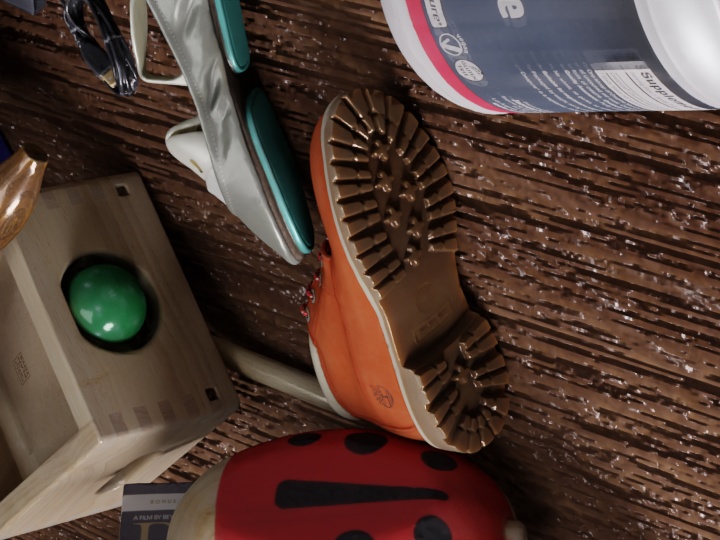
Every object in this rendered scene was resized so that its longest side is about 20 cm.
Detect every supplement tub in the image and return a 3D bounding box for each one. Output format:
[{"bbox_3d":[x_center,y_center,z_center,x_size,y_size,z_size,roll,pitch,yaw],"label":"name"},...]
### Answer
[{"bbox_3d":[0.118,-0.135,0.948,0.200,0.140,0.140,2,115,44],"label":"supplement tub"}]

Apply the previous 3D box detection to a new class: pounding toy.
[{"bbox_3d":[-0.143,0.051,1.349,0.200,0.142,0.184,-40,69,47],"label":"pounding toy"}]

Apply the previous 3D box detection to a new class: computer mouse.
[{"bbox_3d":[-0.180,-0.150,1.274,0.200,0.034,0.059,44,144,43],"label":"computer mouse"}]

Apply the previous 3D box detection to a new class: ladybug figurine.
[{"bbox_3d":[-0.012,0.138,1.232,0.200,0.136,0.072,-5,141,11],"label":"ladybug figurine"}]

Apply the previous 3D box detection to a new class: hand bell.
[{"bbox_3d":[-0.225,0.008,1.276,0.104,0.104,0.200,46,120,13],"label":"hand bell"}]

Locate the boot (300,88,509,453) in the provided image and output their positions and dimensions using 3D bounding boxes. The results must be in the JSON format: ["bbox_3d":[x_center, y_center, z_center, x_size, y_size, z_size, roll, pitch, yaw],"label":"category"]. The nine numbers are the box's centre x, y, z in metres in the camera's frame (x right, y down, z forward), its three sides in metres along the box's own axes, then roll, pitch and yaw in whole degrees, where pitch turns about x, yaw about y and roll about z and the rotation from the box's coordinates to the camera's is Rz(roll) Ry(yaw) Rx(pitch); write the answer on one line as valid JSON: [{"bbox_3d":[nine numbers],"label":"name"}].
[{"bbox_3d":[0.000,0.000,1.205,0.107,0.075,0.200,7,120,48],"label":"boot"}]

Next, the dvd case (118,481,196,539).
[{"bbox_3d":[-0.063,0.202,1.256,0.149,0.200,0.016,-2,143,5],"label":"dvd case"}]

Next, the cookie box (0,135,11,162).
[{"bbox_3d":[-0.317,-0.085,1.388,0.075,0.171,0.200,-25,95,47],"label":"cookie box"}]

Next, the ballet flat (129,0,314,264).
[{"bbox_3d":[-0.080,-0.094,1.223,0.064,0.067,0.200,-14,101,13],"label":"ballet flat"}]
